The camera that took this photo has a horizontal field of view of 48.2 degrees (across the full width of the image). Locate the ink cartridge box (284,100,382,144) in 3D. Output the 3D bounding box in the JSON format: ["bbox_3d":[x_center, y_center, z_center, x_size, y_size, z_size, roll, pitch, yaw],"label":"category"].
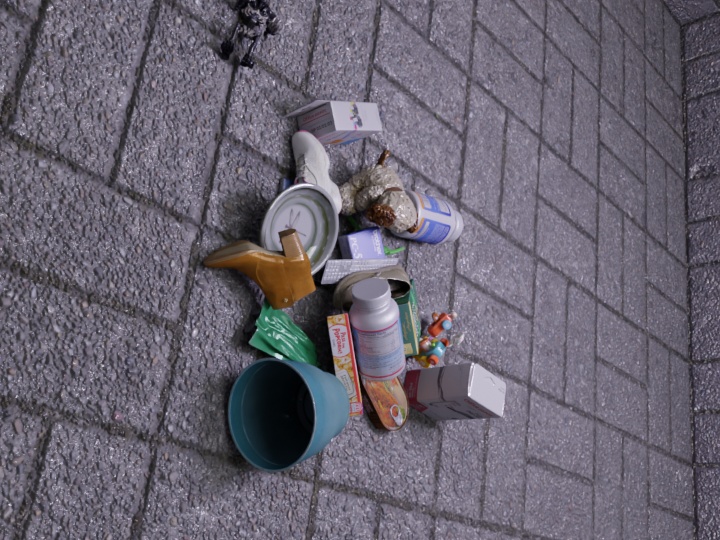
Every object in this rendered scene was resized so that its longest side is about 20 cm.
[{"bbox_3d":[-0.060,-0.326,1.783,0.198,0.114,0.069,-10,87,-48],"label":"ink cartridge box"}]

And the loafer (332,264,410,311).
[{"bbox_3d":[0.029,0.040,1.745,0.197,0.068,0.077,-21,124,-29],"label":"loafer"}]

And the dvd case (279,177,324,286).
[{"bbox_3d":[-0.126,-0.081,1.725,0.141,0.017,0.205,22,64,-44],"label":"dvd case"}]

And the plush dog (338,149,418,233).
[{"bbox_3d":[0.062,-0.157,1.808,0.198,0.161,0.173,3,42,-48],"label":"plush dog"}]

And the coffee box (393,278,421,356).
[{"bbox_3d":[0.108,0.106,1.839,0.200,0.043,0.126,-63,144,-74],"label":"coffee box"}]

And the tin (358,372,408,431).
[{"bbox_3d":[0.045,0.268,1.818,0.112,0.041,0.203,-37,108,-41],"label":"tin"}]

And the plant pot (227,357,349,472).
[{"bbox_3d":[-0.120,0.265,1.535,0.187,0.196,0.205,5,77,-61],"label":"plant pot"}]

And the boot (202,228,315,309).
[{"bbox_3d":[-0.191,0.013,1.550,0.071,0.197,0.147,-115,-169,-66],"label":"boot"}]

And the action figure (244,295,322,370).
[{"bbox_3d":[-0.146,0.151,1.622,0.200,0.054,0.120,43,51,-30],"label":"action figure"}]

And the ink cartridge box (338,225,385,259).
[{"bbox_3d":[0.016,0.010,1.817,0.093,0.044,0.205,-18,99,-35],"label":"ink cartridge box"}]

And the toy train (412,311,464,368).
[{"bbox_3d":[0.172,0.151,1.892,0.150,0.200,0.056,-44,100,2],"label":"toy train"}]

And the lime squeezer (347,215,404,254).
[{"bbox_3d":[0.039,-0.059,1.899,0.198,0.038,0.071,27,31,-40],"label":"lime squeezer"}]

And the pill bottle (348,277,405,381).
[{"bbox_3d":[0.033,0.123,1.688,0.109,0.107,0.204,-42,134,-44],"label":"pill bottle"}]

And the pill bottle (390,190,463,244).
[{"bbox_3d":[0.164,-0.125,1.987,0.198,0.111,0.115,11,73,-46],"label":"pill bottle"}]

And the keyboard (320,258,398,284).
[{"bbox_3d":[0.000,0.000,1.752,0.197,0.011,0.057,-2,126,-38],"label":"keyboard"}]

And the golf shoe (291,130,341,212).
[{"bbox_3d":[-0.107,-0.206,1.716,0.091,0.075,0.204,-14,78,-51],"label":"golf shoe"}]

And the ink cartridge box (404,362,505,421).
[{"bbox_3d":[0.220,0.288,1.886,0.146,0.197,0.084,34,58,-37],"label":"ink cartridge box"}]

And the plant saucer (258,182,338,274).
[{"bbox_3d":[-0.133,-0.082,1.637,0.197,0.050,0.205,-17,116,-37],"label":"plant saucer"}]

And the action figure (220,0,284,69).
[{"bbox_3d":[-0.217,-0.519,1.667,0.118,0.101,0.204,30,61,-26],"label":"action figure"}]

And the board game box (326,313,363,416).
[{"bbox_3d":[-0.032,0.194,1.679,0.152,0.045,0.205,102,-22,-87],"label":"board game box"}]
